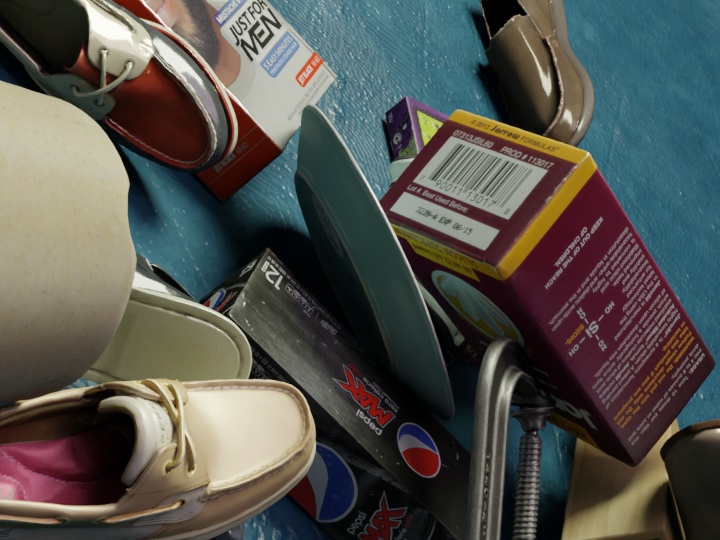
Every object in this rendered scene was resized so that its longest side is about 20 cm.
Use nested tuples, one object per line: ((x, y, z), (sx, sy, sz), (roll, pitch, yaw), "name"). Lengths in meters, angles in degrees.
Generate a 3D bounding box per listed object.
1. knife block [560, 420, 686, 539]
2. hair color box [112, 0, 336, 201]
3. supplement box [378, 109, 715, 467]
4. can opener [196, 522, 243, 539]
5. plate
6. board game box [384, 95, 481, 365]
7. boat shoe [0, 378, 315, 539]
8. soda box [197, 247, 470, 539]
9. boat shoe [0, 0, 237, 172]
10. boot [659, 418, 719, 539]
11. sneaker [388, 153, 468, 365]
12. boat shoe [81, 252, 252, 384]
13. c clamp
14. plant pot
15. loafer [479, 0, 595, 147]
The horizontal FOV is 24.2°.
((0.172, 0.122, 1.072), (0.200, 0.064, 0.176), (46, 36, -61), "knife block")
((-0.115, -0.153, 1.023), (0.200, 0.064, 0.111), (45, 35, -11), "hair color box")
((0.109, 0.012, 0.973), (0.110, 0.086, 0.200), (26, -19, 47), "supplement box")
((-0.078, 0.156, 0.787), (0.079, 0.063, 0.200), (29, 40, -33), "can opener")
((0.000, 0.000, 0.973), (0.200, 0.026, 0.200), (155, -90, -83), "plate")
((0.082, -0.020, 1.181), (0.120, 0.032, 0.200), (18, 48, -36), "board game box")
((-0.104, 0.083, 0.746), (0.200, 0.069, 0.074), (-13, 63, -27), "boat shoe")
((-0.013, 0.088, 0.929), (0.200, 0.063, 0.071), (45, 34, -13), "soda box")
((-0.154, -0.125, 0.935), (0.200, 0.071, 0.063), (44, 19, -5), "boat shoe")
((0.222, 0.176, 0.974), (0.200, 0.070, 0.146), (41, 43, -63), "boot")
((0.083, 0.019, 1.080), (0.200, 0.076, 0.115), (29, 69, -28), "sneaker")
((-0.149, 0.009, 0.827), (0.199, 0.075, 0.066), (20, 4, -10), "boat shoe")
((0.083, 0.138, 0.930), (0.171, 0.027, 0.200), (14, 78, -67), "c clamp")
((-0.198, -0.013, 0.669), (0.183, 0.200, 0.201), (5, 57, -52), "plant pot")
((0.129, -0.163, 1.344), (0.071, 0.073, 0.200), (18, 41, -28), "loafer")
